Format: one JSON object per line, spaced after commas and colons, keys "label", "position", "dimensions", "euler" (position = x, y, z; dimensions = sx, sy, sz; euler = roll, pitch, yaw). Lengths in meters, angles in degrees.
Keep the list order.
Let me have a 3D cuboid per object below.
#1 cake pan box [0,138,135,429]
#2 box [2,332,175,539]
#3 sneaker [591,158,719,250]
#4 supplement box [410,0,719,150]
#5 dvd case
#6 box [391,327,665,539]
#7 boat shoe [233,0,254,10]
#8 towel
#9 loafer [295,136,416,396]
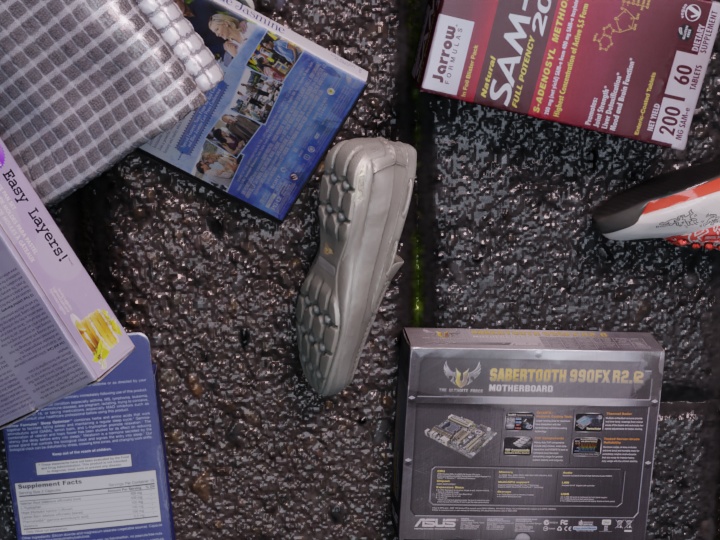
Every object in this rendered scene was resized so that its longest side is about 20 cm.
{"label": "cake pan box", "position": [-0.274, 0.019, 1.002], "dimensions": [0.199, 0.052, 0.185], "euler": [-26, 99, 38]}
{"label": "box", "position": [-0.207, 0.143, 1.107], "dimensions": [0.120, 0.032, 0.202], "euler": [-5, 107, -4]}
{"label": "sneaker", "position": [0.279, -0.029, 1.083], "dimensions": [0.200, 0.067, 0.109], "euler": [-20, 104, -2]}
{"label": "supplement box", "position": [0.145, -0.162, 1.038], "dimensions": [0.198, 0.061, 0.110], "euler": [11, 105, -7]}
{"label": "dvd case", "position": [-0.111, -0.128, 1.019], "dimensions": [0.199, 0.018, 0.143], "euler": [26, 127, -12]}
{"label": "box", "position": [0.126, 0.127, 1.124], "dimensions": [0.198, 0.048, 0.160], "euler": [1, 105, -5]}
{"label": "boat shoe", "position": [-0.146, -0.243, 0.986], "dimensions": [0.199, 0.075, 0.061], "euler": [37, 57, -27]}
{"label": "towel", "position": [-0.212, -0.134, 0.965], "dimensions": [0.199, 0.086, 0.166], "euler": [-29, 108, 31]}
{"label": "loafer", "position": [0.000, 0.000, 1.066], "dimensions": [0.069, 0.070, 0.202], "euler": [-5, 121, -32]}
